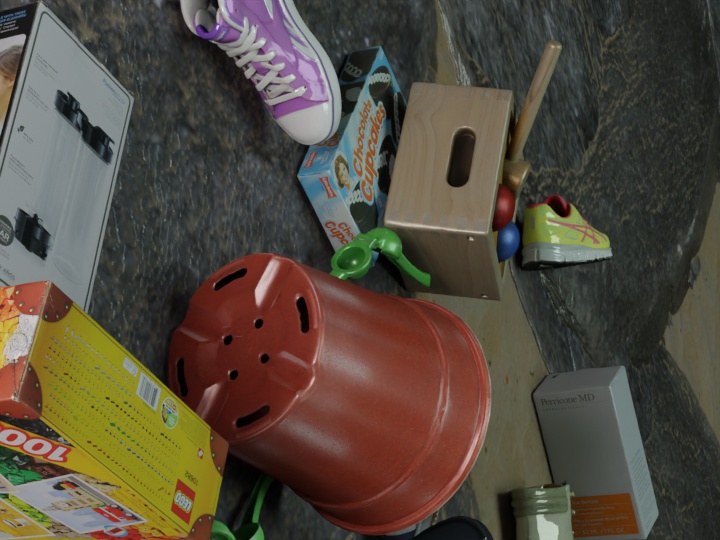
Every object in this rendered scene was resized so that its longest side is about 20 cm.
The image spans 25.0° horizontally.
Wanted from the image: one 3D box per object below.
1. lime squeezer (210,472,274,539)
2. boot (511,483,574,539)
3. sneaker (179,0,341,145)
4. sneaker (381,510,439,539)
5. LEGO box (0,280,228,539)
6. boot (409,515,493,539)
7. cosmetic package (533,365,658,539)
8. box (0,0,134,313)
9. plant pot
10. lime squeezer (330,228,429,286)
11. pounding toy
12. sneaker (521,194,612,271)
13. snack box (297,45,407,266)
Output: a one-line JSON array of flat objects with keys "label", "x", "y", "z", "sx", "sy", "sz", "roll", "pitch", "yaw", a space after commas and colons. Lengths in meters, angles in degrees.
[{"label": "lime squeezer", "x": -0.106, "y": 0.190, "z": 1.235, "sx": 0.200, "sy": 0.038, "sz": 0.071, "roll": 7, "pitch": 76, "yaw": -63}, {"label": "boot", "x": 0.226, "y": 0.320, "z": 1.843, "sx": 0.200, "sy": 0.072, "sz": 0.155, "roll": 20, "pitch": 62, "yaw": -61}, {"label": "sneaker", "x": -0.093, "y": -0.183, "z": 1.350, "sx": 0.201, "sy": 0.073, "sz": 0.114, "roll": 63, "pitch": 33, "yaw": -13}, {"label": "sneaker", "x": 0.021, "y": 0.199, "z": 1.474, "sx": 0.070, "sy": 0.108, "sz": 0.200, "roll": -70, "pitch": 173, "yaw": -49}, {"label": "LEGO box", "x": -0.194, "y": 0.096, "z": 0.954, "sx": 0.200, "sy": 0.149, "sz": 0.077, "roll": 50, "pitch": 40, "yaw": -46}, {"label": "boot", "x": -0.001, "y": 0.257, "z": 1.269, "sx": 0.077, "sy": 0.200, "sz": 0.168, "roll": 59, "pitch": 13, "yaw": 26}, {"label": "cosmetic package", "x": 0.285, "y": 0.223, "z": 1.956, "sx": 0.071, "sy": 0.101, "sz": 0.200, "roll": -38, "pitch": 115, "yaw": -60}, {"label": "box", "x": -0.218, "y": -0.059, "z": 1.054, "sx": 0.117, "sy": 0.060, "sz": 0.200, "roll": 47, "pitch": 43, "yaw": -50}, {"label": "plant pot", "x": -0.034, "y": 0.086, "z": 1.261, "sx": 0.195, "sy": 0.200, "sz": 0.201, "roll": 30, "pitch": 56, "yaw": -48}, {"label": "lime squeezer", "x": 0.000, "y": 0.000, "z": 1.456, "sx": 0.200, "sy": 0.038, "sz": 0.071, "roll": -20, "pitch": 137, "yaw": -50}, {"label": "pounding toy", "x": 0.117, "y": -0.099, "z": 1.583, "sx": 0.184, "sy": 0.142, "sz": 0.200, "roll": 68, "pitch": 31, "yaw": -64}, {"label": "sneaker", "x": 0.256, "y": -0.050, "z": 2.009, "sx": 0.200, "sy": 0.078, "sz": 0.091, "roll": -1, "pitch": 81, "yaw": -64}, {"label": "snack box", "x": 0.002, "y": -0.110, "z": 1.547, "sx": 0.116, "sy": 0.037, "sz": 0.200, "roll": 63, "pitch": 31, "yaw": -35}]
